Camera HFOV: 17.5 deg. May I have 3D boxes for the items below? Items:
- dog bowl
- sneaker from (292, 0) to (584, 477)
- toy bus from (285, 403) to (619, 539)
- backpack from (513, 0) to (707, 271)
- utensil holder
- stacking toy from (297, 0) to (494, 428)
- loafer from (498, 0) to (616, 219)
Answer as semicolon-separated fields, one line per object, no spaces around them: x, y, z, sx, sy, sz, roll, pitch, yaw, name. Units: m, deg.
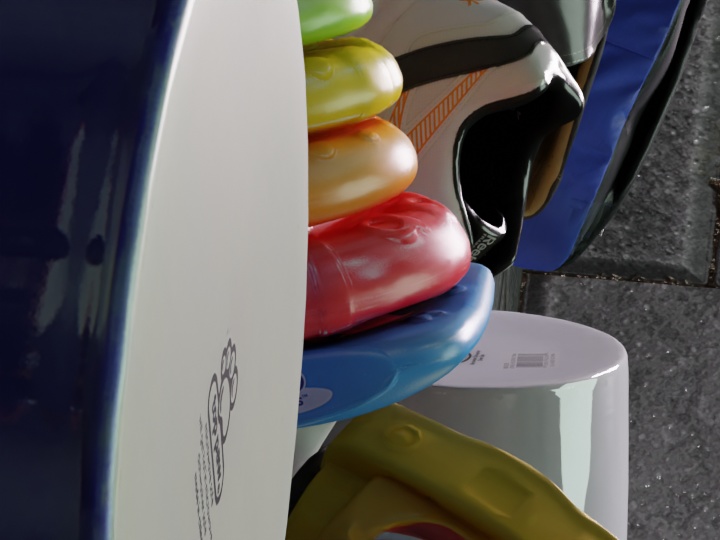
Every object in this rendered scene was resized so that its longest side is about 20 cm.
-0.062;0.025;0.438;0.200;0.078;0.202;5;90;-84;dog bowl
0.000;0.000;0.745;0.074;0.080;0.201;5;114;-55;sneaker
-0.012;0.170;0.718;0.192;0.135;0.201;-36;149;-42;toy bus
0.063;-0.110;1.064;0.163;0.167;0.201;-72;178;-81;backpack
0.046;0.132;1.120;0.170;0.169;0.201;-59;150;-76;utensil holder
-0.034;-0.063;0.618;0.110;0.115;0.201;-52;135;-75;stacking toy
0.066;-0.100;0.826;0.201;0.072;0.073;92;-19;-55;loafer
